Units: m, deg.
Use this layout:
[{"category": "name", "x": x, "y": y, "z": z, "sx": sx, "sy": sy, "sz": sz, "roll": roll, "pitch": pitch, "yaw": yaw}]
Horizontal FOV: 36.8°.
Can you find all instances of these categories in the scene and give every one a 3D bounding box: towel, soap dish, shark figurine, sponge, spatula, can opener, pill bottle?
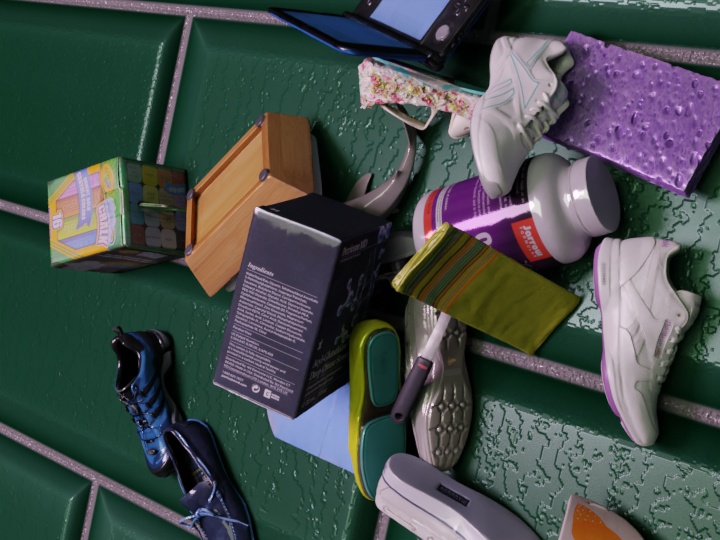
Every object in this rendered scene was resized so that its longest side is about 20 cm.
[{"category": "towel", "x": 0.129, "y": 0.023, "z": 1.074, "sx": 0.086, "sy": 0.199, "sz": 0.018, "roll": -49, "pitch": 36, "yaw": 22}, {"category": "soap dish", "x": -0.136, "y": -0.086, "z": 1.321, "sx": 0.200, "sy": 0.081, "sz": 0.158, "roll": -41, "pitch": 35, "yaw": 27}, {"category": "shark figurine", "x": 0.003, "y": -0.086, "z": 1.248, "sx": 0.214, "sy": 0.089, "sz": 0.129, "roll": -41, "pitch": 64, "yaw": 29}, {"category": "sponge", "x": 0.267, "y": -0.158, "z": 1.076, "sx": 0.199, "sy": 0.030, "sz": 0.112, "roll": 30, "pitch": 91, "yaw": 35}, {"category": "spatula", "x": 0.075, "y": 0.076, "z": 1.122, "sx": 0.056, "sy": 0.021, "sz": 0.202, "roll": 25, "pitch": 107, "yaw": 3}, {"category": "can opener", "x": 0.000, "y": 0.000, "z": 1.255, "sx": 0.198, "sy": 0.053, "sz": 0.068, "roll": -13, "pitch": 92, "yaw": 36}, {"category": "pill bottle", "x": 0.159, "y": -0.051, "z": 1.107, "sx": 0.198, "sy": 0.112, "sz": 0.114, "roll": -17, "pitch": 75, "yaw": 35}]

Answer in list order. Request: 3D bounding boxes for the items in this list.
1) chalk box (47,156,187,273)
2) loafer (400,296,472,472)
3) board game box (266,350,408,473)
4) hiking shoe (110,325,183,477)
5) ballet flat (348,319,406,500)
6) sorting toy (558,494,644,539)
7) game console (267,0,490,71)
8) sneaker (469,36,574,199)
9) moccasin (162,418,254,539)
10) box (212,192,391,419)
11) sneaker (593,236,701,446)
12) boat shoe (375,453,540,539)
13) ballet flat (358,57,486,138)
[{"category": "chalk box", "x": -0.313, "y": -0.077, "z": 1.462, "sx": 0.198, "sy": 0.124, "sz": 0.126, "roll": -13, "pitch": 78, "yaw": 34}, {"category": "loafer", "x": 0.080, "y": 0.117, "z": 1.184, "sx": 0.069, "sy": 0.069, "sz": 0.203, "roll": -2, "pitch": 86, "yaw": 56}, {"category": "board game box", "x": -0.019, "y": 0.142, "z": 1.270, "sx": 0.198, "sy": 0.039, "sz": 0.160, "roll": 18, "pitch": 95, "yaw": 30}, {"category": "hiking shoe", "x": -0.292, "y": 0.177, "z": 1.441, "sx": 0.074, "sy": 0.086, "sz": 0.203, "roll": -23, "pitch": 72, "yaw": 33}, {"category": "ballet flat", "x": 0.013, "y": 0.149, "z": 1.189, "sx": 0.067, "sy": 0.066, "sz": 0.203, "roll": 22, "pitch": 115, "yaw": 57}, {"category": "sorting toy", "x": 0.246, "y": 0.347, "z": 1.014, "sx": 0.178, "sy": 0.107, "sz": 0.202, "roll": 20, "pitch": 98, "yaw": 10}, {"category": "game console", "x": 0.021, "y": -0.300, "z": 1.186, "sx": 0.171, "sy": 0.118, "sz": 0.200, "roll": -53, "pitch": 40, "yaw": 2}, {"category": "sneaker", "x": 0.159, "y": -0.159, "z": 1.063, "sx": 0.079, "sy": 0.071, "sz": 0.202, "roll": 0, "pitch": 55, "yaw": 27}, {"category": "moccasin", "x": -0.204, "y": 0.287, "z": 1.373, "sx": 0.080, "sy": 0.068, "sz": 0.201, "roll": -44, "pitch": 63, "yaw": 25}, {"category": "box", "x": -0.061, "y": 0.033, "z": 1.167, "sx": 0.106, "sy": 0.148, "sz": 0.202, "roll": 20, "pitch": 107, "yaw": 18}, {"category": "sneaker", "x": 0.277, "y": 0.066, "z": 1.029, "sx": 0.098, "sy": 0.075, "sz": 0.203, "roll": -6, "pitch": 89, "yaw": 19}, {"category": "boat shoe", "x": 0.099, "y": 0.281, "z": 1.130, "sx": 0.200, "sy": 0.075, "sz": 0.087, "roll": 29, "pitch": 118, "yaw": 14}, {"category": "ballet flat", "x": 0.089, "y": -0.180, "z": 1.171, "sx": 0.198, "sy": 0.076, "sz": 0.065, "roll": 18, "pitch": 106, "yaw": 7}]
